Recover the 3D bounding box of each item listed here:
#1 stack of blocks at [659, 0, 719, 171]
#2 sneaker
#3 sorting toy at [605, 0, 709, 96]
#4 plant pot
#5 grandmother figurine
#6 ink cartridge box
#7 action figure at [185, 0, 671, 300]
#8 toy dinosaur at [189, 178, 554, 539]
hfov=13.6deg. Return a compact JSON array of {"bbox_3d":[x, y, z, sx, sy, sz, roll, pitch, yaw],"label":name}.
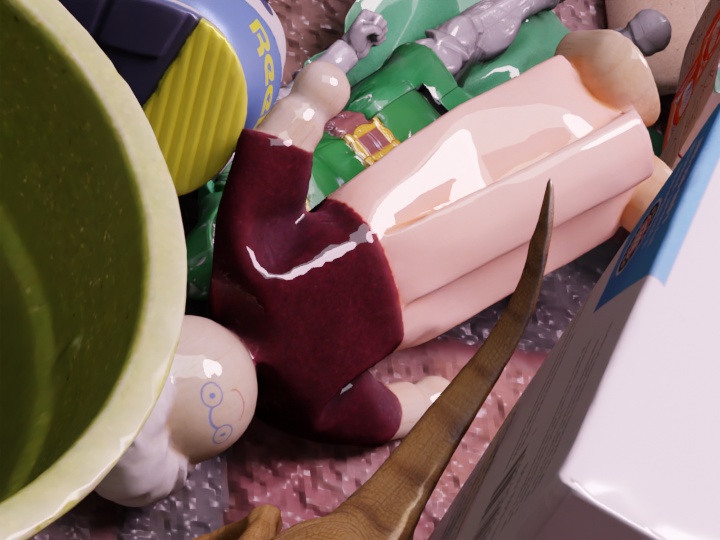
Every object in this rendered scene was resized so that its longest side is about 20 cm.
[{"bbox_3d":[0.192,-0.016,0.927,0.199,0.059,0.115,23,44,-3],"label":"stack of blocks"},{"bbox_3d":[-0.110,-0.084,0.886,0.199,0.074,0.082,28,26,13],"label":"sneaker"},{"bbox_3d":[0.182,-0.121,1.066,0.199,0.037,0.186,1,49,-3],"label":"sorting toy"},{"bbox_3d":[-0.160,0.039,0.673,0.199,0.190,0.201,13,47,-14],"label":"plant pot"},{"bbox_3d":[0.000,0.000,0.849,0.200,0.060,0.122,-32,109,-23],"label":"grandmother figurine"},{"bbox_3d":[0.090,0.095,0.739,0.146,0.200,0.147,30,45,-1],"label":"ink cartridge box"},{"bbox_3d":[0.014,-0.042,0.928,0.118,0.055,0.200,45,51,11],"label":"action figure"},{"bbox_3d":[-0.003,0.075,0.770,0.060,0.106,0.200,37,81,-13],"label":"toy dinosaur"}]
